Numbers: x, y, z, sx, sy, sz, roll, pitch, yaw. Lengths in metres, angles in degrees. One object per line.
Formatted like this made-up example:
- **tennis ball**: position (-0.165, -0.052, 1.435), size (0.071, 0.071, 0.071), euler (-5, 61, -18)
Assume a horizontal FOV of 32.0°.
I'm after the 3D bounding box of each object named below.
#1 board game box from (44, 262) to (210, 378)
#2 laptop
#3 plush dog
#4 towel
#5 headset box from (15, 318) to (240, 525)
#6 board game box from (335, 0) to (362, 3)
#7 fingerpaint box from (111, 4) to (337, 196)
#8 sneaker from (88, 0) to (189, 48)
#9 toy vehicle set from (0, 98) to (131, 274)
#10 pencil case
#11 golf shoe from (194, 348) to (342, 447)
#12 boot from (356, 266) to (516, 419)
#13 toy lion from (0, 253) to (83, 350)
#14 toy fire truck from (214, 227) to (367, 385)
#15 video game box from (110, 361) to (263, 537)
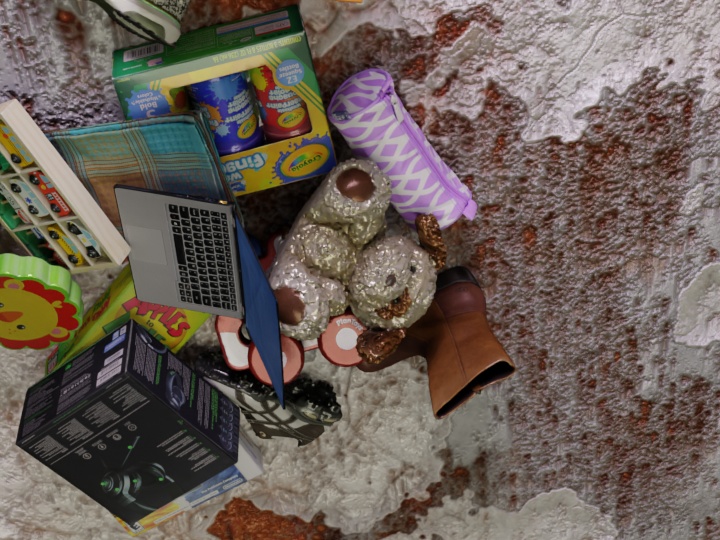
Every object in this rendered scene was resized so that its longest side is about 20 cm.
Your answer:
- **board game box**: position (-0.268, 0.075, 1.456), size (0.101, 0.048, 0.200), euler (33, 113, -27)
- **laptop**: position (-0.162, 0.028, 1.283), size (0.199, 0.116, 0.188), euler (10, 141, 7)
- **plush dog**: position (0.000, 0.000, 1.339), size (0.171, 0.160, 0.201), euler (29, 85, -10)
- **towel**: position (-0.229, -0.089, 1.289), size (0.199, 0.022, 0.147), euler (-4, 126, 20)
- **headset box**: position (-0.257, 0.181, 1.436), size (0.174, 0.093, 0.200), euler (-33, 123, 21)
- **board game box**: position (-0.101, -0.353, 1.081), size (0.199, 0.200, 0.201), euler (2, 110, -11)
- **fingerpaint box**: position (-0.138, -0.164, 1.302), size (0.199, 0.073, 0.167), euler (-13, 125, 0)
- **sneaker**: position (-0.242, -0.302, 1.210), size (0.200, 0.077, 0.089), euler (35, 81, -27)
- **toy vehicle set**: position (-0.341, -0.080, 1.301), size (0.124, 0.027, 0.200), euler (-9, 126, 39)
- **pencil case**: position (0.045, -0.128, 1.350), size (0.085, 0.084, 0.200), euler (-8, 136, 35)
- **golf shoe**: position (-0.122, 0.164, 1.525), size (0.199, 0.078, 0.095), euler (25, 117, -23)
- **boot**: position (0.080, 0.107, 1.446), size (0.188, 0.200, 0.069), euler (-29, 124, 10)
- **toy lion**: position (-0.406, 0.029, 1.349), size (0.191, 0.069, 0.200), euler (-17, 141, 17)
- **toy fire truck**: position (-0.072, 0.030, 1.439), size (0.199, 0.112, 0.169), euler (-15, 99, 2)
- **video game box**: position (-0.250, 0.227, 1.564), size (0.199, 0.047, 0.183), euler (-27, 122, 8)
